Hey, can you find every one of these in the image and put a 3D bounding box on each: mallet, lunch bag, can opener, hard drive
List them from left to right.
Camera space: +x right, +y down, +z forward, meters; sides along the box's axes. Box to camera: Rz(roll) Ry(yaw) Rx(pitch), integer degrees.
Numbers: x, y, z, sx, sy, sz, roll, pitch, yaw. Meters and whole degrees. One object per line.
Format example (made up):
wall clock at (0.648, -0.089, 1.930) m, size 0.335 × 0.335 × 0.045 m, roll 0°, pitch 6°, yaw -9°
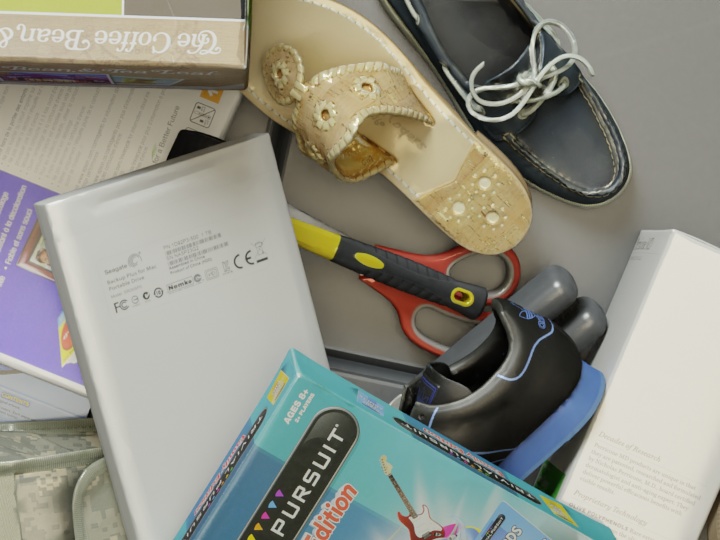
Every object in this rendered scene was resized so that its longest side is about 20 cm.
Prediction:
lunch bag at (-0.165, 0.169, 1.184) m, size 0.199 × 0.118 × 0.165 m, roll -5°, pitch 100°, yaw -4°
hard drive at (-0.083, 0.042, 1.139) m, size 0.131 × 0.026 × 0.201 m, roll -19°, pitch 102°, yaw -26°
mallet at (-0.025, -0.006, 1.194) m, size 0.199 × 0.041 × 0.066 m, roll 29°, pitch 86°, yaw -16°
can opener at (0.054, 0.082, 1.213) m, size 0.200 × 0.067 × 0.053 m, roll -41°, pitch 109°, yaw 10°

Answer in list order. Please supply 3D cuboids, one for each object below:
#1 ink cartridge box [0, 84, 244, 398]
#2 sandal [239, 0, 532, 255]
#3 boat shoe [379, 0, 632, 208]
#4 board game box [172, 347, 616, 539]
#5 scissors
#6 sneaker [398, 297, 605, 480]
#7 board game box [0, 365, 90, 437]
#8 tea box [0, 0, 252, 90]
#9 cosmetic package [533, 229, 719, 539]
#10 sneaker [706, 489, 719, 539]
ink cartridge box at (-0.191, -0.051, 1.203) m, size 0.199 × 0.043 × 0.199 m, roll 23°, pitch 82°, yaw -6°
sandal at (0.008, -0.078, 1.173) m, size 0.211 × 0.070 × 0.078 m, roll 37°, pitch 106°, yaw -8°
boat shoe at (0.083, -0.117, 1.218) m, size 0.075 × 0.062 × 0.200 m, roll -37°, pitch 93°, yaw -4°
board game box at (0.012, 0.156, 1.109) m, size 0.199 × 0.047 × 0.151 m, roll 30°, pitch 99°, yaw -13°
scissors at (0.000, 0.000, 1.222) m, size 0.199 × 0.014 × 0.073 m, roll 15°, pitch 99°, yaw -14°
sneaker at (0.039, 0.103, 1.159) m, size 0.078 × 0.070 × 0.200 m, roll 42°, pitch 91°, yaw -18°
board game box at (-0.239, 0.026, 1.229) m, size 0.199 × 0.019 × 0.103 m, roll 22°, pitch 92°, yaw -3°
tea box at (-0.153, -0.195, 1.106) m, size 0.199 × 0.134 × 0.198 m, roll 2°, pitch 90°, yaw -3°
cosmetic package at (0.163, 0.083, 1.204) m, size 0.085 × 0.108 × 0.201 m, roll 22°, pitch 89°, yaw -2°
sneaker at (0.259, 0.083, 1.187) m, size 0.070 × 0.075 × 0.200 m, roll 38°, pitch 59°, yaw -21°
